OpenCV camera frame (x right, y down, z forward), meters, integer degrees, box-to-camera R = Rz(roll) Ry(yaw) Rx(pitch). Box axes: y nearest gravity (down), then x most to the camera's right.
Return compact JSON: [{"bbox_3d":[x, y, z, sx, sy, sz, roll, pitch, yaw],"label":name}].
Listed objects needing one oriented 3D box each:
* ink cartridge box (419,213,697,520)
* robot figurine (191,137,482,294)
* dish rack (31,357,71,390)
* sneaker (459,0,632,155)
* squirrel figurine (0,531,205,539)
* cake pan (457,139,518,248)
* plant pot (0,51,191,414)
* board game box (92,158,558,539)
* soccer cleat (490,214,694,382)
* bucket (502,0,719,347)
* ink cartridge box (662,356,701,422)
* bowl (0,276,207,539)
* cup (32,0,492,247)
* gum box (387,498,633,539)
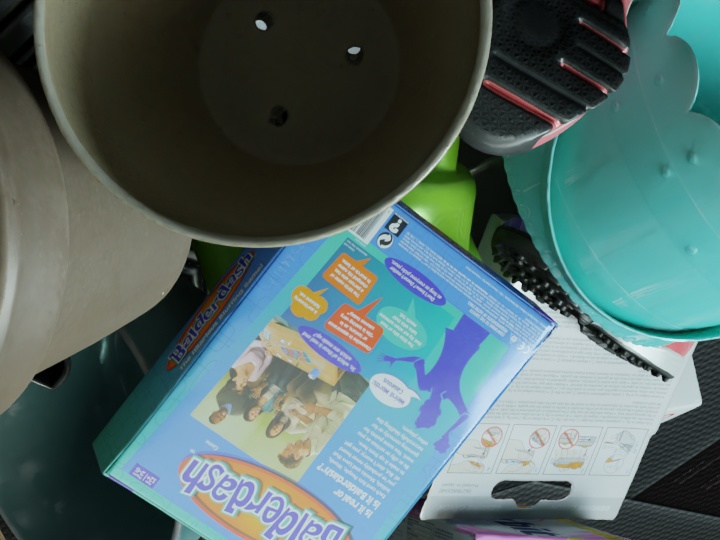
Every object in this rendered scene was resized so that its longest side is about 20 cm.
[{"bbox_3d":[0.125,0.064,1.320,0.161,0.050,0.200,4,121,-30],"label":"ink cartridge box"},{"bbox_3d":[0.000,0.000,1.161,0.175,0.116,0.200,-2,108,-30],"label":"robot figurine"},{"bbox_3d":[-0.266,0.056,1.142,0.153,0.055,0.200,27,128,-26],"label":"dish rack"},{"bbox_3d":[0.096,-0.119,1.047,0.200,0.074,0.087,-57,-176,-33],"label":"sneaker"},{"bbox_3d":[-0.142,0.164,1.358,0.200,0.142,0.187,0,139,25],"label":"squirrel figurine"},{"bbox_3d":[0.095,-0.036,1.304,0.200,0.037,0.200,-17,151,-10],"label":"cake pan"},{"bbox_3d":[-0.177,-0.026,1.002,0.200,0.200,0.175,-43,161,32],"label":"plant pot"},{"bbox_3d":[-0.018,0.059,1.087,0.152,0.045,0.200,37,94,-23],"label":"board game box"},{"bbox_3d":[0.142,-0.001,1.208,0.200,0.068,0.073,34,87,-50],"label":"soccer cleat"},{"bbox_3d":[0.181,-0.062,1.130,0.135,0.207,0.207,-29,153,36],"label":"bucket"},{"bbox_3d":[0.108,0.082,1.424,0.200,0.084,0.146,-7,167,-26],"label":"ink cartridge box"},{"bbox_3d":[-0.133,0.077,1.206,0.105,0.201,0.201,-23,158,-42],"label":"bowl"},{"bbox_3d":[-0.037,-0.105,0.971,0.200,0.201,0.143,-24,175,3],"label":"cup"},{"bbox_3d":[0.087,0.195,1.398,0.113,0.066,0.200,5,180,-20],"label":"gum box"}]
